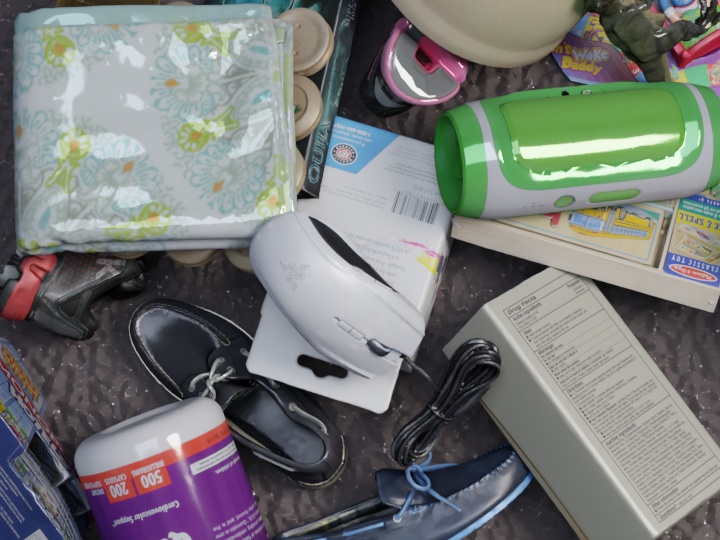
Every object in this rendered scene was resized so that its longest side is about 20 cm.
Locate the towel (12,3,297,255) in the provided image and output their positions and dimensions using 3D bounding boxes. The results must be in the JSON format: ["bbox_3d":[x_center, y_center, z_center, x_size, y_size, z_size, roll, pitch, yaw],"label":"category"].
[{"bbox_3d":[-0.142,-0.100,1.368,0.198,0.048,0.173,-2,74,-5],"label":"towel"}]

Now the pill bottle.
[{"bbox_3d":[-0.121,0.198,1.389,0.112,0.112,0.201,-20,93,0],"label":"pill bottle"}]

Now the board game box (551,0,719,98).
[{"bbox_3d":[0.234,-0.211,1.490,0.198,0.039,0.159,13,80,7],"label":"board game box"}]

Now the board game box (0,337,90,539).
[{"bbox_3d":[-0.254,0.122,1.400,0.061,0.200,0.201,-35,98,1],"label":"board game box"}]

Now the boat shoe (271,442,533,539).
[{"bbox_3d":[0.028,0.173,1.407,0.199,0.084,0.069,-30,96,-4],"label":"boat shoe"}]

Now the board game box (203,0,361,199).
[{"bbox_3d":[-0.070,-0.153,1.471,0.134,0.028,0.202,2,74,35],"label":"board game box"}]

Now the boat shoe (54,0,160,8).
[{"bbox_3d":[-0.209,-0.159,1.475,0.074,0.067,0.201,28,47,-4],"label":"boat shoe"}]

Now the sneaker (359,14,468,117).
[{"bbox_3d":[0.063,-0.188,1.481,0.079,0.095,0.200,43,60,-5],"label":"sneaker"}]

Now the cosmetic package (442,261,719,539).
[{"bbox_3d":[0.163,0.101,1.400,0.103,0.073,0.201,-26,74,-37],"label":"cosmetic package"}]

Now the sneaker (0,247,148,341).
[{"bbox_3d":[-0.191,-0.033,1.473,0.098,0.071,0.201,32,72,-8],"label":"sneaker"}]

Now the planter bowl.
[{"bbox_3d":[0.111,-0.265,1.395,0.199,0.135,0.202,16,58,-28],"label":"planter bowl"}]

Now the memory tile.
[{"bbox_3d":[-0.105,-0.099,1.422,0.152,0.017,0.202,8,76,18],"label":"memory tile"}]

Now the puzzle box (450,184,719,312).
[{"bbox_3d":[0.176,-0.049,1.437,0.199,0.026,0.134,16,48,7],"label":"puzzle box"}]

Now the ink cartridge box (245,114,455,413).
[{"bbox_3d":[0.000,0.000,1.452,0.114,0.068,0.201,17,80,9],"label":"ink cartridge box"}]

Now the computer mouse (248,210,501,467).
[{"bbox_3d":[0.002,0.042,1.347,0.200,0.044,0.110,41,113,-16],"label":"computer mouse"}]

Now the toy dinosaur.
[{"bbox_3d":[0.218,-0.180,1.425,0.047,0.200,0.088,31,80,43],"label":"toy dinosaur"}]

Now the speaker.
[{"bbox_3d":[0.157,-0.086,1.393,0.198,0.088,0.089,-6,78,-14],"label":"speaker"}]

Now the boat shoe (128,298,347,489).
[{"bbox_3d":[-0.092,0.084,1.445,0.200,0.063,0.073,39,84,10],"label":"boat shoe"}]
